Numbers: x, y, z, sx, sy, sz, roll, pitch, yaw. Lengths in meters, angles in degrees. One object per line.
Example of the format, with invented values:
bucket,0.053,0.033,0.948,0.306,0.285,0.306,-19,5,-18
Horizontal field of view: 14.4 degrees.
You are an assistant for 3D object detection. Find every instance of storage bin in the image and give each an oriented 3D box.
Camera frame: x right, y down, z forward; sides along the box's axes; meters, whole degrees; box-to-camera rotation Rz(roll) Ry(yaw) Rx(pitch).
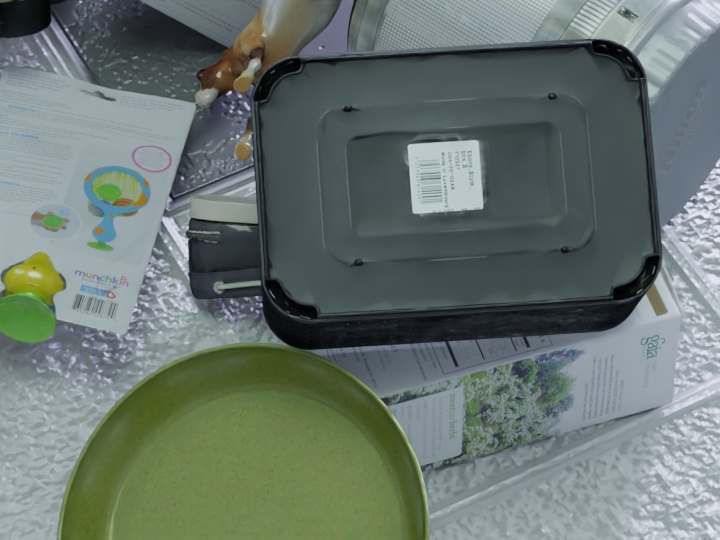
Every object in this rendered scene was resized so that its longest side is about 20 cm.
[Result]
storage bin,0.046,-0.038,1.454,0.199,0.094,0.136,-3,80,-3

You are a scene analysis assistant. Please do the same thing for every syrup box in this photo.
syrup box,0.067,0.044,1.532,0.200,0.079,0.082,-15,53,-11

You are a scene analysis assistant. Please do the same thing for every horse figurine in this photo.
horse figurine,-0.036,-0.153,1.608,0.050,0.200,0.133,27,24,-8

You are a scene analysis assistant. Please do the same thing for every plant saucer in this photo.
plant saucer,-0.057,0.137,1.446,0.199,0.031,0.201,-4,76,18

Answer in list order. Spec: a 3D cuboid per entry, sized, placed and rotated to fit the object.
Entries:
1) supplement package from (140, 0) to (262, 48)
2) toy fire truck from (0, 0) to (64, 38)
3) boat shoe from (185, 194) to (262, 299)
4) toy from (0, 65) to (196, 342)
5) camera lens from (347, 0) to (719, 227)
supplement package,-0.055,-0.244,1.669,0.117,0.200,0.118,27,44,-29
toy fire truck,-0.268,-0.199,1.711,0.199,0.129,0.176,3,27,10
boat shoe,0.000,0.000,1.595,0.199,0.073,0.063,8,95,1
toy,-0.169,-0.031,1.609,0.115,0.047,0.200,12,39,0
camera lens,0.105,-0.126,1.615,0.200,0.160,0.160,33,59,23
